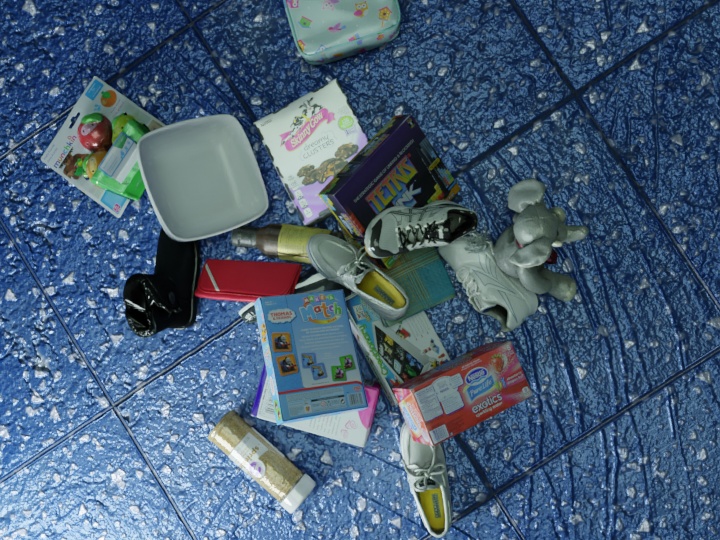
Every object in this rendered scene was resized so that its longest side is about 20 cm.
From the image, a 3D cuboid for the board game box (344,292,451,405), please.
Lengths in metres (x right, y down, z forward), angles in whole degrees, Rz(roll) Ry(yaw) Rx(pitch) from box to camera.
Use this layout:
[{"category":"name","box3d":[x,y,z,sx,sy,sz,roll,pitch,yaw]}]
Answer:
[{"category":"board game box","box3d":[0.062,0.113,1.375,0.126,0.035,0.201,-27,86,-18]}]

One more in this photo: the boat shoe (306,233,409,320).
[{"category":"boat shoe","box3d":[-0.002,0.004,1.301,0.202,0.086,0.075,41,73,3]}]

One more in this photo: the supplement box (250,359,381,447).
[{"category":"supplement box","box3d":[-0.071,0.221,1.371,0.199,0.103,0.102,15,89,6]}]

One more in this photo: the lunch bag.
[{"category":"lunch bag","box3d":[-0.030,-0.462,1.397,0.199,0.077,0.161,-18,86,4]}]

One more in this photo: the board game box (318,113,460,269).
[{"category":"board game box","box3d":[0.052,-0.131,1.326,0.200,0.057,0.166,-48,119,-18]}]

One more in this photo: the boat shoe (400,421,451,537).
[{"category":"boat shoe","box3d":[0.111,0.352,1.351,0.074,0.086,0.204,-11,88,5]}]

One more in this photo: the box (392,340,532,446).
[{"category":"box","box3d":[0.167,0.200,1.319,0.199,0.095,0.100,-23,91,-18]}]

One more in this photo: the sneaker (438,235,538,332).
[{"category":"sneaker","box3d":[0.209,0.019,1.351,0.200,0.075,0.087,41,56,7]}]

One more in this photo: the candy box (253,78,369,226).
[{"category":"candy box","box3d":[-0.067,-0.203,1.395,0.167,0.072,0.201,-28,87,3]}]

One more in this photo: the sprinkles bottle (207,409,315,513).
[{"category":"sprinkles bottle","box3d":[-0.172,0.333,1.394,0.200,0.068,0.068,40,92,5]}]

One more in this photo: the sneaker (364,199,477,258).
[{"category":"sneaker","box3d":[0.101,-0.070,1.281,0.199,0.087,0.076,-21,112,-27]}]

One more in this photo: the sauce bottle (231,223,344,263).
[{"category":"sauce bottle","box3d":[-0.128,-0.050,1.398,0.198,0.065,0.065,9,89,11]}]

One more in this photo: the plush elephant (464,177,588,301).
[{"category":"plush elephant","box3d":[0.287,-0.054,1.284,0.199,0.155,0.166,7,72,-17]}]

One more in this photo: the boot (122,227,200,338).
[{"category":"boot","box3d":[-0.339,0.010,1.364,0.076,0.168,0.202,-3,88,11]}]

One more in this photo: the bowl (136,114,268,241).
[{"category":"bowl","box3d":[-0.278,-0.154,1.383,0.199,0.075,0.201,-21,90,-28]}]

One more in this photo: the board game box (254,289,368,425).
[{"category":"board game box","box3d":[-0.080,0.136,1.287,0.150,0.037,0.201,-4,73,-27]}]

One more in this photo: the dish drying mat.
[{"category":"dish drying mat","box3d":[-0.197,0.017,1.382,0.199,0.018,0.077,3,62,29]}]

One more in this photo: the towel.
[{"category":"towel","box3d":[0.064,-0.017,1.377,0.146,0.022,0.201,-22,79,-17]}]

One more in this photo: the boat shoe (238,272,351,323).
[{"category":"boat shoe","box3d":[-0.113,0.057,1.392,0.199,0.076,0.061,-23,81,5]}]

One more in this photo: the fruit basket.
[{"category":"fruit basket","box3d":[-0.455,-0.223,1.421,0.199,0.094,0.186,35,92,8]}]
